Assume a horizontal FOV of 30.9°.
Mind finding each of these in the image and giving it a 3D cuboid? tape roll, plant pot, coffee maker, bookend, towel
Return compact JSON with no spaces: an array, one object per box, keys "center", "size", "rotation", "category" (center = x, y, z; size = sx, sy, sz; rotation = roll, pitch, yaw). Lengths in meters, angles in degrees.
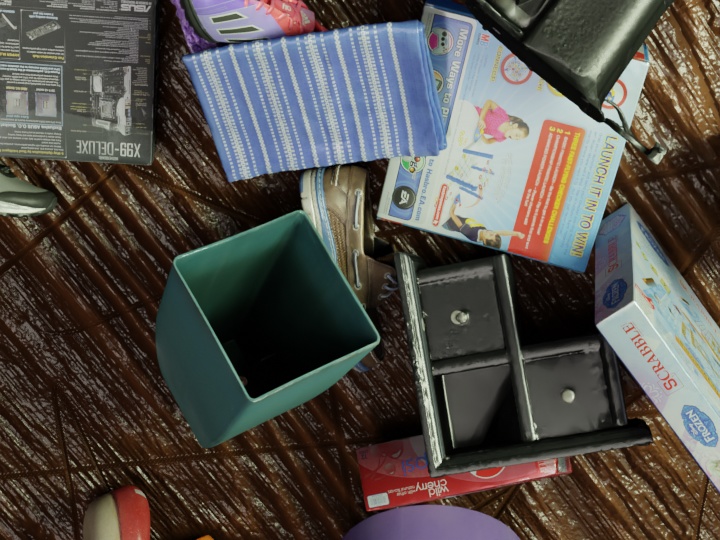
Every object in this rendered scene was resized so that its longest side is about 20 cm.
[{"center":[0.070,0.326,1.302],"size":[0.197,0.086,0.202],"rotation":[1,135,1],"category":"tape roll"},{"center":[-0.103,0.073,1.189],"size":[0.142,0.140,0.200],"rotation":[58,147,15],"category":"plant pot"},{"center":[0.210,-0.227,1.008],"size":[0.191,0.135,0.201],"rotation":[38,97,-17],"category":"coffee maker"},{"center":[0.146,0.068,1.165],"size":[0.197,0.092,0.202],"rotation":[-9,87,11],"category":"bookend"},{"center":[-0.033,-0.136,1.073],"size":[0.197,0.024,0.146],"rotation":[-7,140,7],"category":"towel"}]

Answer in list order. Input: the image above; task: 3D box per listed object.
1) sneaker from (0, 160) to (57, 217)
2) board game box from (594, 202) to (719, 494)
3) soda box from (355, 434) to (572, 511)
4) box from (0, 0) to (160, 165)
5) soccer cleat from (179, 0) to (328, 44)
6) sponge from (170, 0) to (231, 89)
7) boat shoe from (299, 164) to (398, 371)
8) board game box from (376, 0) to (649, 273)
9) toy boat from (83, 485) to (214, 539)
[{"center":[-0.378,-0.107,1.230],"size":[0.198,0.074,0.080],"rotation":[25,93,-8],"category":"sneaker"},{"center":[0.271,0.066,1.116],"size":[0.041,0.200,0.201],"rotation":[-32,105,23],"category":"board game box"},{"center":[0.100,0.185,1.264],"size":[0.197,0.070,0.064],"rotation":[-14,78,17],"category":"soda box"},{"center":[-0.279,-0.180,1.161],"size":[0.197,0.050,0.160],"rotation":[2,117,-7],"category":"box"},{"center":[-0.079,-0.208,1.057],"size":[0.072,0.200,0.069],"rotation":[-3,78,22],"category":"soccer cleat"},{"center":[-0.137,-0.256,1.091],"size":[0.029,0.112,0.202],"rotation":[-13,112,18],"category":"sponge"},{"center":[0.000,0.000,1.206],"size":[0.071,0.072,0.202],"rotation":[-9,112,14],"category":"boat shoe"},{"center":[0.130,-0.120,1.136],"size":[0.193,0.056,0.202],"rotation":[15,116,3],"category":"board game box"},{"center":[-0.213,0.318,1.383],"size":[0.129,0.130,0.202],"rotation":[-22,113,-13],"category":"toy boat"}]
